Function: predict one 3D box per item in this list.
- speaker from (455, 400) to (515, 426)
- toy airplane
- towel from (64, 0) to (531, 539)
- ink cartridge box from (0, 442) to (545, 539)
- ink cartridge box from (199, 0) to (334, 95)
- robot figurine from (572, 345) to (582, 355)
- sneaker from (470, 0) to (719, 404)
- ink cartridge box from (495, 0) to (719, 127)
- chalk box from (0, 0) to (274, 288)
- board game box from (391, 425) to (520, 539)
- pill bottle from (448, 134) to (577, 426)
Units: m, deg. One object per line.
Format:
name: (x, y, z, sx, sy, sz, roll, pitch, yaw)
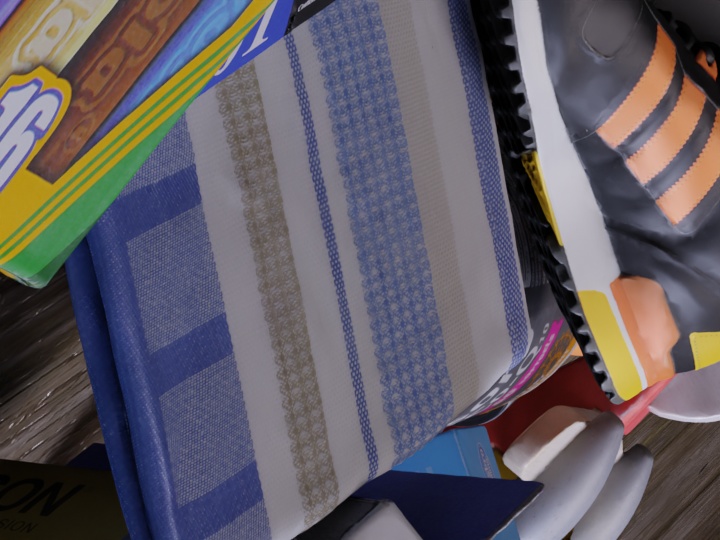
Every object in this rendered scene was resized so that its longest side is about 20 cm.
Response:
speaker: (0.089, -0.015, 1.247, 0.200, 0.081, 0.081, -39, 162, -42)
toy airplane: (0.093, 0.096, 1.294, 0.200, 0.141, 0.199, -14, 163, -39)
towel: (-0.015, -0.013, 0.746, 0.200, 0.024, 0.147, -33, 114, -55)
ink cartridge box: (-0.083, 0.095, 0.793, 0.200, 0.198, 0.047, -44, 121, -37)
ink cartridge box: (-0.019, -0.103, 0.656, 0.200, 0.044, 0.094, -39, 154, -45)
robot figurine: (0.099, -0.043, 1.087, 0.200, 0.144, 0.117, -52, 165, -52)
sneaker: (0.087, -0.055, 0.847, 0.090, 0.070, 0.200, -20, 126, -2)
ink cartridge box: (0.130, -0.137, 0.942, 0.200, 0.083, 0.145, -50, 158, -43)
chalk box: (-0.049, -0.117, 0.440, 0.200, 0.125, 0.124, -50, 166, 0)
board game box: (-0.030, 0.155, 0.974, 0.200, 0.153, 0.040, -20, 172, 16)
pill bottle: (0.000, 0.000, 0.919, 0.116, 0.116, 0.200, -55, 166, 16)
